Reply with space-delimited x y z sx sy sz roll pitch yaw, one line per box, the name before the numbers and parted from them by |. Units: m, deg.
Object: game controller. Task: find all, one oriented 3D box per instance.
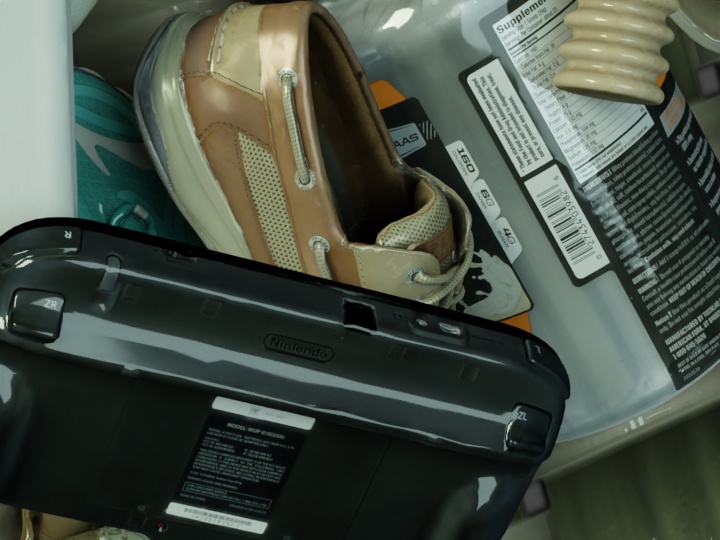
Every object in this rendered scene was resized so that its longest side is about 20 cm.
game controller | -0.035 0.046 0.891 0.199 0.042 0.105 15 128 -19

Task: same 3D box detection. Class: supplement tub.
supplement tub | 0.051 -0.050 0.988 0.122 0.122 0.201 -36 106 -21

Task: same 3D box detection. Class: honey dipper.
honey dipper | 0.097 -0.155 0.915 0.038 0.038 0.201 10 88 -27

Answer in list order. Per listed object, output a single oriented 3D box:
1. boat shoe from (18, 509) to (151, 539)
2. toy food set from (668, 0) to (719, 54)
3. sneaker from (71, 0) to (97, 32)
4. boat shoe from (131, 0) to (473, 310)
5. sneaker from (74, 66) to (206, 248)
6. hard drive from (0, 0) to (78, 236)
boat shoe | -0.080 0.107 0.951 0.066 0.074 0.201 -35 111 -22
toy food set | 0.095 -0.180 0.993 0.060 0.144 0.200 -35 112 23
sneaker | -0.060 -0.160 0.961 0.081 0.075 0.201 34 79 -35
boat shoe | 0.000 0.000 0.923 0.201 0.072 0.076 59 32 -23
sneaker | -0.059 0.015 0.958 0.077 0.080 0.201 -38 107 -19
hard drive | -0.153 -0.087 0.848 0.131 0.027 0.201 -1 109 -4
